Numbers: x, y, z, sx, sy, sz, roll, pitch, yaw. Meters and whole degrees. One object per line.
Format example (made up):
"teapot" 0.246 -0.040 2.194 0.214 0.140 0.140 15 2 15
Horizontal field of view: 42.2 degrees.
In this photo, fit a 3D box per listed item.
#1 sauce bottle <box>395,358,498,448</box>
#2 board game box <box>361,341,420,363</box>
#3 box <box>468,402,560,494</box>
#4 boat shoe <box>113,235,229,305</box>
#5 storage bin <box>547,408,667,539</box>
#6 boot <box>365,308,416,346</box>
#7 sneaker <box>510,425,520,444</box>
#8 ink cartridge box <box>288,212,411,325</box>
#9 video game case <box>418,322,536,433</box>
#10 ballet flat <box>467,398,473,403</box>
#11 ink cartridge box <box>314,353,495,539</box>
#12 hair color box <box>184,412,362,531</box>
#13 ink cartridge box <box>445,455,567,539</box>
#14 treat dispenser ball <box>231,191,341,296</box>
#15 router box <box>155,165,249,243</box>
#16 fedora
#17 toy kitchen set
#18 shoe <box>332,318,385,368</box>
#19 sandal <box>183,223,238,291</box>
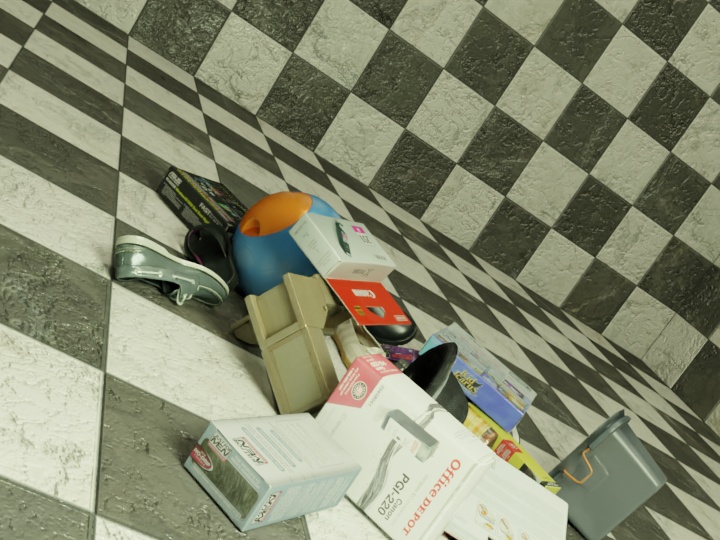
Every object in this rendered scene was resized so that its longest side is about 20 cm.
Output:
"sauce bottle" 0.128 0.220 1.488 0.199 0.067 0.066 39 13 20
"board game box" 0.102 0.160 1.682 0.118 0.033 0.198 0 -12 38
"box" 0.225 0.304 1.492 0.050 0.076 0.200 21 19 -45
"boat shoe" -0.268 0.017 1.320 0.199 0.072 0.063 33 53 -44
"storage bin" 0.404 0.350 1.550 0.135 0.200 0.145 49 17 20
"boot" 0.010 0.037 1.655 0.197 0.077 0.170 24 -36 19
"sneaker" 0.225 0.264 1.651 0.086 0.077 0.200 27 13 -6
"ink cartridge box" 0.000 0.000 1.371 0.174 0.044 0.199 51 18 19
"video game case" 0.205 0.179 1.607 0.199 0.046 0.181 41 13 12
"ballet flat" 0.176 0.229 1.689 0.199 0.071 0.071 21 18 -50
"ink cartridge box" 0.043 0.221 1.137 0.199 0.147 0.085 38 12 19
"hair color box" -0.089 0.213 1.016 0.099 0.061 0.199 40 12 25
"ink cartridge box" 0.194 0.345 1.284 0.198 0.044 0.175 35 39 -9
"treat dispenser ball" -0.112 -0.027 1.523 0.199 0.203 0.201 33 12 -8
"router box" -0.263 -0.100 1.716 0.200 0.063 0.149 43 14 31
"fedora" 0.098 0.196 1.336 0.092 0.201 0.201 44 11 -7
"toy kitchen set" -0.085 0.126 1.312 0.199 0.161 0.183 13 52 -60
"shoe" 0.002 0.134 1.575 0.069 0.054 0.200 26 15 -34
"sandal" -0.239 -0.032 1.474 0.048 0.075 0.201 62 -5 -37
